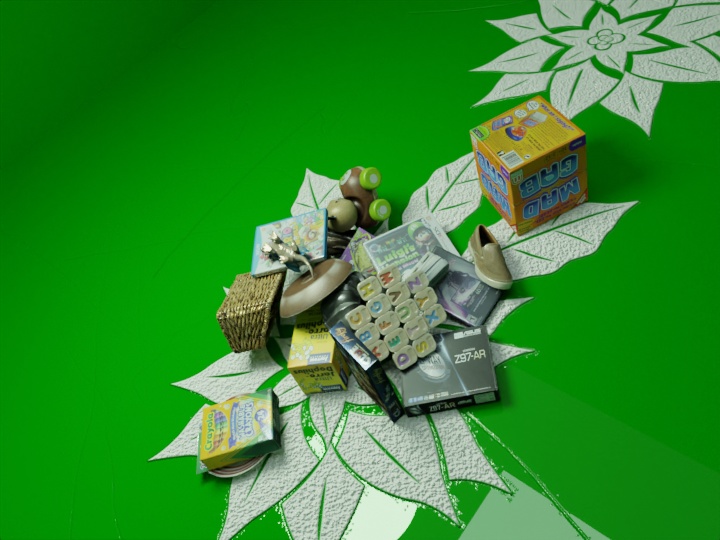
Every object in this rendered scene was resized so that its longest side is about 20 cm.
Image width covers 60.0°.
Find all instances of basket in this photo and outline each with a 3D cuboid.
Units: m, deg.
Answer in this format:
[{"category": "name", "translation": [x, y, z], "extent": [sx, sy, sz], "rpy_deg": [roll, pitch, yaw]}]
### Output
[{"category": "basket", "translation": [-0.234, 0.097, 1.501], "extent": [0.145, 0.145, 0.201], "rpy_deg": [-14, 27, 14]}]

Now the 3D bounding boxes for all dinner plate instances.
[{"category": "dinner plate", "translation": [-0.268, 0.360, 1.372], "extent": [0.195, 0.024, 0.204], "rpy_deg": [-13, 47, 13]}]

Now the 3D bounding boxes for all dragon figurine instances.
[{"category": "dragon figurine", "translation": [-0.158, -0.035, 1.419], "extent": [0.197, 0.099, 0.060], "rpy_deg": [24, 85, 26]}]

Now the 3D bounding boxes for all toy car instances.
[{"category": "toy car", "translation": [-0.049, -0.165, 1.606], "extent": [0.197, 0.161, 0.163], "rpy_deg": [-24, 11, -24]}]

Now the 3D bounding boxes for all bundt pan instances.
[{"category": "bundt pan", "translation": [0.014, 0.086, 1.378], "extent": [0.076, 0.198, 0.206], "rpy_deg": [-50, 30, 43]}]

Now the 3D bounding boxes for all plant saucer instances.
[{"category": "plant saucer", "translation": [-0.108, 0.030, 1.400], "extent": [0.198, 0.037, 0.201], "rpy_deg": [-33, 14, 9]}]

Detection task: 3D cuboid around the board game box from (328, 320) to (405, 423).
[{"category": "board game box", "translation": [0.015, 0.207, 1.262], "extent": [0.034, 0.202, 0.135], "rpy_deg": [-37, 45, -13]}]

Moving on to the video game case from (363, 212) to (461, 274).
[{"category": "video game case", "translation": [0.129, -0.035, 1.516], "extent": [0.196, 0.024, 0.184], "rpy_deg": [-24, 58, -9]}]

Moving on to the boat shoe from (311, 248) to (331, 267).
[{"category": "boat shoe", "translation": [-0.086, 0.014, 1.580], "extent": [0.071, 0.065, 0.203], "rpy_deg": [-20, 62, -15]}]

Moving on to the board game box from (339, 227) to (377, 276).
[{"category": "board game box", "translation": [0.000, 0.000, 1.539], "extent": [0.119, 0.032, 0.202], "rpy_deg": [32, 60, -1]}]

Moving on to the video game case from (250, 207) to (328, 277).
[{"category": "video game case", "translation": [-0.170, -0.067, 1.505], "extent": [0.195, 0.018, 0.146], "rpy_deg": [-13, 55, 19]}]

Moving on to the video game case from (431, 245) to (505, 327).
[{"category": "video game case", "translation": [0.220, 0.037, 1.429], "extent": [0.197, 0.019, 0.144], "rpy_deg": [28, 64, 25]}]

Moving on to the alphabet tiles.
[{"category": "alphabet tiles", "translation": [0.077, 0.097, 1.303], "extent": [0.193, 0.203, 0.015], "rpy_deg": [-29, 2, -7]}]

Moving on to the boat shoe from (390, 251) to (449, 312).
[{"category": "boat shoe", "translation": [0.118, 0.030, 1.391], "extent": [0.066, 0.075, 0.199], "rpy_deg": [35, 49, 21]}]

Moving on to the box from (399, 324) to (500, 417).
[{"category": "box", "translation": [0.181, 0.208, 1.301], "extent": [0.195, 0.044, 0.163], "rpy_deg": [-13, 47, 13]}]

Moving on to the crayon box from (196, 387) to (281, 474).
[{"category": "crayon box", "translation": [-0.270, 0.343, 1.337], "extent": [0.195, 0.052, 0.128], "rpy_deg": [-19, 45, 7]}]

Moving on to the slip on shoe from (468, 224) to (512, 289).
[{"category": "slip on shoe", "translation": [0.298, -0.033, 1.427], "extent": [0.074, 0.062, 0.202], "rpy_deg": [5, 32, -9]}]

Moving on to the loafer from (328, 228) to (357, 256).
[{"category": "loafer", "translation": [-0.059, -0.074, 1.655], "extent": [0.196, 0.073, 0.073], "rpy_deg": [17, 22, 24]}]

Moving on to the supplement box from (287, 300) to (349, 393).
[{"category": "supplement box", "translation": [-0.085, 0.159, 1.413], "extent": [0.106, 0.111, 0.203], "rpy_deg": [-9, 47, 16]}]

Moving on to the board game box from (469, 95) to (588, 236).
[{"category": "board game box", "translation": [0.408, -0.255, 1.510], "extent": [0.196, 0.202, 0.202], "rpy_deg": [-26, 44, -2]}]
